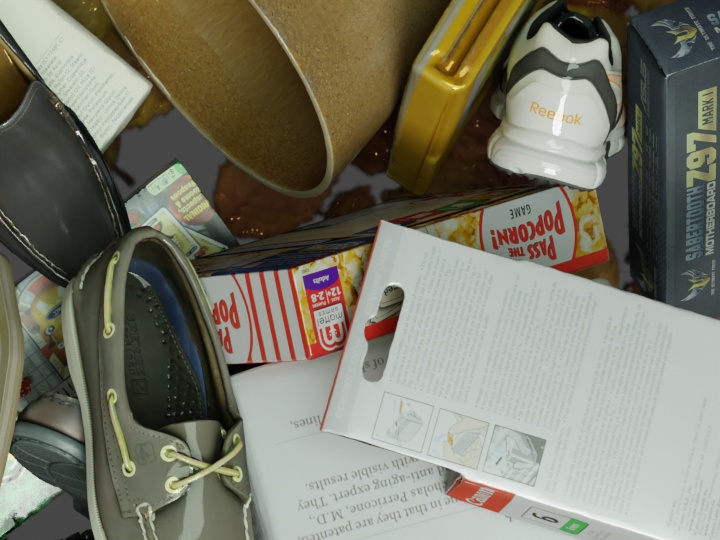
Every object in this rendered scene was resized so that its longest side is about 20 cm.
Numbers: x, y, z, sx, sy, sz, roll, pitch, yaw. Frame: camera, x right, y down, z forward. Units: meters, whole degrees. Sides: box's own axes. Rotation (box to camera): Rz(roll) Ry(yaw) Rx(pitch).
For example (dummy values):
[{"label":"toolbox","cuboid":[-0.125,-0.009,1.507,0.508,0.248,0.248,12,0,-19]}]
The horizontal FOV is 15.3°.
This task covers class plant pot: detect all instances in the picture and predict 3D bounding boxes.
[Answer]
[{"label":"plant pot","cuboid":[-0.010,-0.172,1.350,0.200,0.186,0.187,-42,101,-19]}]

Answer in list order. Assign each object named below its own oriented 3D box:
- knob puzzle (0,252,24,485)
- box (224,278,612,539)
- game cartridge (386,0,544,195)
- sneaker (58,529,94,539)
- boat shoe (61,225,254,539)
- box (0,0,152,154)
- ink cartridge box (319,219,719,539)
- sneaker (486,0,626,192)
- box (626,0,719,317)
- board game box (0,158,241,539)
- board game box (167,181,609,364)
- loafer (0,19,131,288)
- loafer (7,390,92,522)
[{"label":"knob puzzle","cuboid":[-0.232,0.074,1.307,0.030,0.219,0.220,30,89,-38]},{"label":"box","cuboid":[0.035,0.110,1.343,0.199,0.199,0.131,-14,77,-9]},{"label":"game cartridge","cuboid":[0.073,-0.135,1.330,0.032,0.200,0.177,31,77,5]},{"label":"sneaker","cuboid":[-0.098,0.178,1.310,0.078,0.200,0.086,-34,108,-29]},{"label":"boat shoe","cuboid":[-0.087,0.078,1.226,0.072,0.060,0.203,-4,67,-31]},{"label":"box","cuboid":[-0.207,-0.126,1.358,0.200,0.068,0.082,40,87,-11]},{"label":"ink cartridge box","cuboid":[0.087,0.059,1.233,0.199,0.050,0.110,17,74,-2]},{"label":"sneaker","cuboid":[0.107,-0.097,1.353,0.073,0.200,0.080,13,104,0]},{"label":"box","cuboid":[0.218,-0.069,1.393,0.157,0.051,0.201,-20,139,-10]},{"label":"board game box","cuboid":[-0.144,0.043,1.408,0.200,0.023,0.105,-38,102,-6]},{"label":"board game box","cuboid":[0.000,0.000,1.326,0.199,0.151,0.047,-18,98,-38]},{"label":"loafer","cuboid":[-0.177,-0.071,1.297,0.073,0.072,0.200,-37,102,-4]},{"label":"loafer","cuboid":[-0.123,0.089,1.341,0.071,0.200,0.063,19,74,17]}]
